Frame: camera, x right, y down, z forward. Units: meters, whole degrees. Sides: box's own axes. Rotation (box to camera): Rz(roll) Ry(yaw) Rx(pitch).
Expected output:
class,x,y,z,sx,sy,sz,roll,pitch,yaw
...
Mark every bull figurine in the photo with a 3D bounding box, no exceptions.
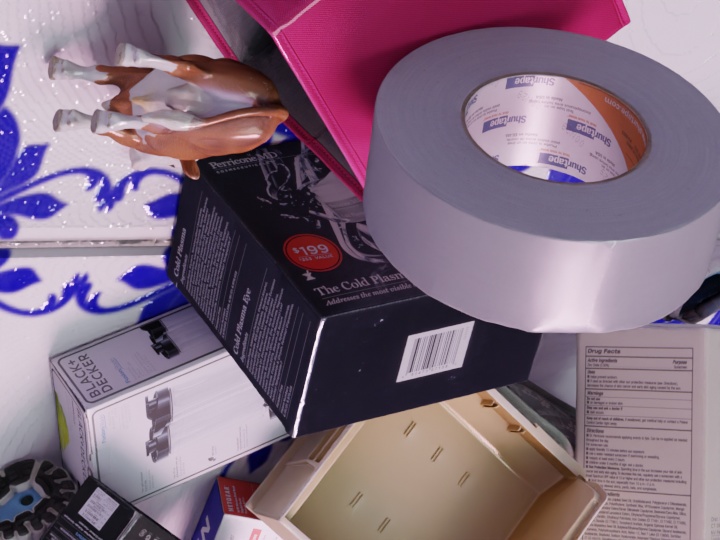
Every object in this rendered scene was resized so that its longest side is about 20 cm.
class,x,y,z,sx,sy,sz,roll,pitch,yaw
bull figurine,-0.121,-0.098,1.374,0.121,0.200,0.066,7,83,-27

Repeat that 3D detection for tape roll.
class,x,y,z,sx,sy,sz,roll,pitch,yaw
tape roll,0.102,-0.053,1.234,0.199,0.200,0.066,-17,135,-28

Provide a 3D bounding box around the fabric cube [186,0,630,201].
class,x,y,z,sx,sy,sz,roll,pitch,yaw
fabric cube,0.007,-0.192,1.346,0.199,0.200,0.196,-41,140,-5

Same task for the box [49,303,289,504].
class,x,y,z,sx,sy,sz,roll,pitch,yaw
box,-0.117,0.085,1.601,0.199,0.060,0.117,-24,138,-22

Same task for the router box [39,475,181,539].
class,x,y,z,sx,sy,sz,roll,pitch,yaw
router box,-0.169,0.254,1.594,0.150,0.062,0.200,-54,142,-8

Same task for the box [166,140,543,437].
class,x,y,z,sx,sy,sz,roll,pitch,yaw
box,0.000,0.000,1.526,0.199,0.182,0.105,-12,132,-33

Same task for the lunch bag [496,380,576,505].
class,x,y,z,sx,sy,sz,roll,pitch,yaw
lunch bag,0.116,0.180,1.842,0.200,0.118,0.164,30,108,-42

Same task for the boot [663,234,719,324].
class,x,y,z,sx,sy,sz,roll,pitch,yaw
boot,0.220,0.002,1.778,0.199,0.096,0.074,-15,134,-29

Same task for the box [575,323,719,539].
class,x,y,z,sx,sy,sz,roll,pitch,yaw
box,0.247,0.143,1.762,0.109,0.127,0.202,4,87,-47

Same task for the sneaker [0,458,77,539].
class,x,y,z,sx,sy,sz,roll,pitch,yaw
sneaker,-0.280,0.219,1.577,0.199,0.078,0.090,-28,142,-17

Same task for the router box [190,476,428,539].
class,x,y,z,sx,sy,sz,roll,pitch,yaw
router box,-0.059,0.268,1.775,0.178,0.049,0.201,13,119,-20

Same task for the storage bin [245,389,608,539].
class,x,y,z,sx,sy,sz,roll,pitch,yaw
storage bin,0.054,0.170,1.689,0.200,0.094,0.199,43,75,-16
